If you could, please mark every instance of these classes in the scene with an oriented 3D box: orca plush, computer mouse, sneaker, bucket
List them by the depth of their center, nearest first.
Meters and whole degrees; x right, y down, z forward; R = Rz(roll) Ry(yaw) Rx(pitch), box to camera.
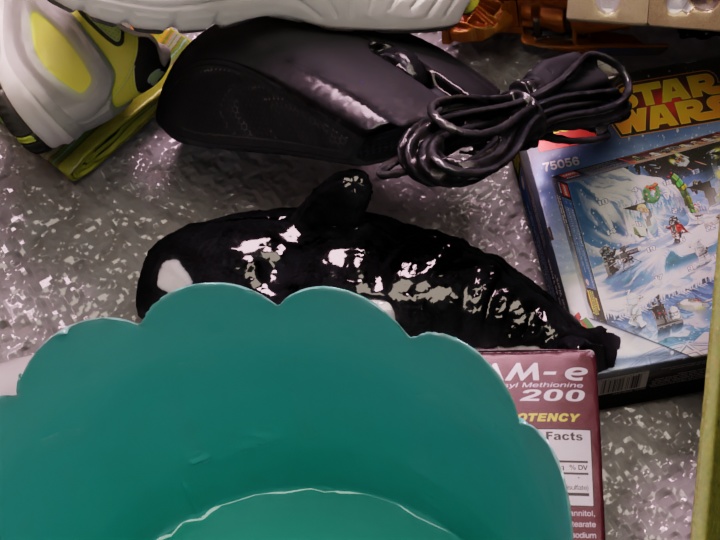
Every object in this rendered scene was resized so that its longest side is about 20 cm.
[{"bbox_3d":[-0.031,0.118,0.656,0.205,0.135,0.209,-3,61,6],"label":"bucket"},{"bbox_3d":[0.000,0.000,0.840,0.199,0.072,0.105,17,40,32],"label":"orca plush"},{"bbox_3d":[-0.046,-0.143,0.850,0.198,0.085,0.075,-2,24,-19],"label":"sneaker"},{"bbox_3d":[0.000,-0.079,0.875,0.199,0.053,0.138,8,21,36],"label":"computer mouse"},{"bbox_3d":[-0.132,-0.149,0.929,0.076,0.075,0.202,-18,74,7],"label":"sneaker"}]

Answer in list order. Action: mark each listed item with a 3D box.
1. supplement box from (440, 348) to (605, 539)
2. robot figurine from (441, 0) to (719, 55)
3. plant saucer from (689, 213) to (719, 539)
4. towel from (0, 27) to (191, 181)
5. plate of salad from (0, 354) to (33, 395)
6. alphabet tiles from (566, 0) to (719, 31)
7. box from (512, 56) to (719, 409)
[{"bbox_3d":[0.057,0.141,0.772,0.060,0.109,0.201,0,60,1],"label":"supplement box"},{"bbox_3d":[0.129,-0.141,0.914,0.198,0.146,0.059,1,51,12],"label":"robot figurine"},{"bbox_3d":[0.228,0.047,0.826,0.198,0.048,0.202,6,87,3],"label":"plant saucer"},{"bbox_3d":[-0.167,-0.125,0.970,0.200,0.018,0.086,39,67,19],"label":"towel"},{"bbox_3d":[-0.085,0.086,0.803,0.198,0.048,0.201,7,36,-5],"label":"plate of salad"},{"bbox_3d":[0.139,-0.195,0.853,0.165,0.006,0.202,5,94,7],"label":"alphabet tiles"},{"bbox_3d":[0.171,-0.025,0.903,0.198,0.040,0.138,-9,63,-5],"label":"box"}]
